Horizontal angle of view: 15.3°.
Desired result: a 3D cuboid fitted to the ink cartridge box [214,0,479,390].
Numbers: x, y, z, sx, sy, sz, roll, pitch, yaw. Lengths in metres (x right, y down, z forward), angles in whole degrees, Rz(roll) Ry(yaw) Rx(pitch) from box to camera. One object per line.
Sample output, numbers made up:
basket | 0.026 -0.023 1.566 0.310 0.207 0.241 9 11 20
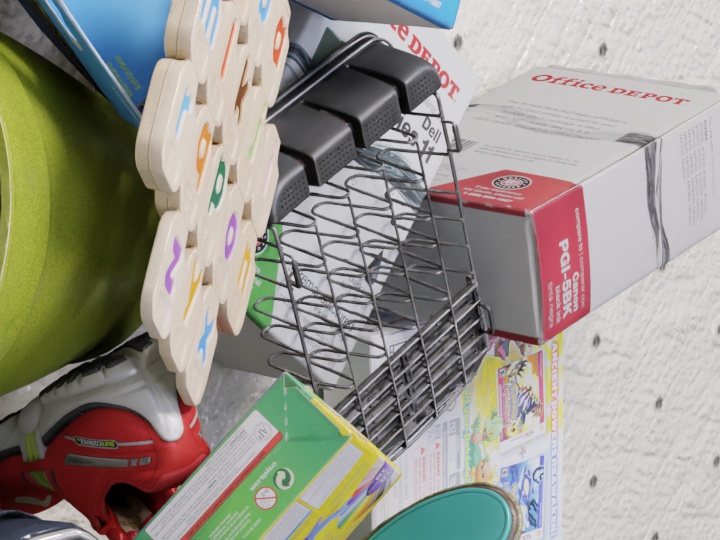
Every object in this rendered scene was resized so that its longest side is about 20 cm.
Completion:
ink cartridge box | -0.037 -0.062 1.404 0.147 0.083 0.201 45 64 -46

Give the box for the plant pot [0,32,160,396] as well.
plant pot | -0.181 -0.022 1.173 0.193 0.199 0.202 5 94 -63

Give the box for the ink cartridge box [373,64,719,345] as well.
ink cartridge box | 0.102 -0.041 1.528 0.200 0.146 0.083 -29 120 -43

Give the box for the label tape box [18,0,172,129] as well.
label tape box | -0.131 -0.152 1.159 0.066 0.200 0.144 -38 117 -7

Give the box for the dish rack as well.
dish rack | 0.000 0.000 1.357 0.153 0.054 0.201 -40 130 -36

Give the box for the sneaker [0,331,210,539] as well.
sneaker | -0.127 0.095 1.251 0.077 0.200 0.085 -26 85 -27

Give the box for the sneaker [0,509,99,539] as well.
sneaker | -0.145 0.148 1.184 0.202 0.145 0.078 21 79 -51

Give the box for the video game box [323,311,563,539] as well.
video game box | 0.051 0.114 1.579 0.182 0.047 0.202 -14 109 -46

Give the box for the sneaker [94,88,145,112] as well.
sneaker | -0.086 -0.155 1.335 0.075 0.078 0.201 76 23 -59

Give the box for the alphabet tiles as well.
alphabet tiles | -0.064 -0.050 1.162 0.200 0.014 0.197 72 29 -66

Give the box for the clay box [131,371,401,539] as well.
clay box | -0.042 0.115 1.247 0.115 0.048 0.200 -48 168 -3

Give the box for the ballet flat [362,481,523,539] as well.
ballet flat | 0.009 0.190 1.483 0.200 0.071 0.071 -39 132 0

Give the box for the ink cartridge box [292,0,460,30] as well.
ink cartridge box | -0.003 -0.233 1.275 0.146 0.084 0.201 21 80 -48
